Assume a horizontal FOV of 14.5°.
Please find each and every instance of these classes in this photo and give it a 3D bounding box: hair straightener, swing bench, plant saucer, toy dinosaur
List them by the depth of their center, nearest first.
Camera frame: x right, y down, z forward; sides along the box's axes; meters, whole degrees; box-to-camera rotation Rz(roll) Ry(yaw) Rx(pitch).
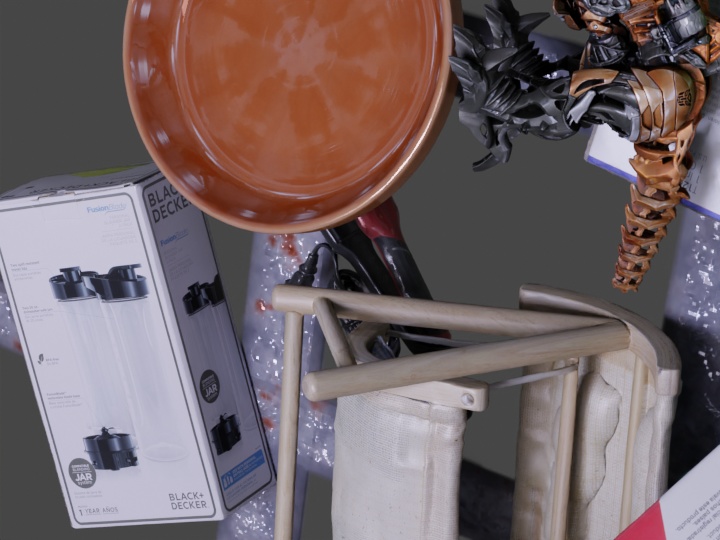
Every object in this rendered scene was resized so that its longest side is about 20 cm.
[{"bbox_3d":[0.119,-0.092,1.342,0.135,0.102,0.201,0,85,15],"label":"toy dinosaur"},{"bbox_3d":[0.055,0.119,1.469,0.199,0.130,0.200,0,111,-10],"label":"swing bench"},{"bbox_3d":[-0.034,-0.119,1.482,0.200,0.032,0.201,-1,89,30],"label":"plant saucer"},{"bbox_3d":[0.000,0.000,1.536,0.077,0.041,0.200,-26,97,36],"label":"hair straightener"}]

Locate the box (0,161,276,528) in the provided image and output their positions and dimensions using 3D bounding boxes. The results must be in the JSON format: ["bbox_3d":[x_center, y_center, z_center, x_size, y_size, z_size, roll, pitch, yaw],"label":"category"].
[{"bbox_3d":[-0.131,0.042,1.614,0.116,0.060,0.201,-8,104,34],"label":"box"}]

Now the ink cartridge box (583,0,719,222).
[{"bbox_3d":[0.223,-0.108,1.348,0.197,0.047,0.201,26,122,21],"label":"ink cartridge box"}]

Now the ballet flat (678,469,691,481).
[{"bbox_3d":[0.237,0.095,1.396,0.070,0.069,0.200,53,133,4],"label":"ballet flat"}]

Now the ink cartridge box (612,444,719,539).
[{"bbox_3d":[0.205,0.186,1.311,0.144,0.084,0.200,-42,76,3],"label":"ink cartridge box"}]
